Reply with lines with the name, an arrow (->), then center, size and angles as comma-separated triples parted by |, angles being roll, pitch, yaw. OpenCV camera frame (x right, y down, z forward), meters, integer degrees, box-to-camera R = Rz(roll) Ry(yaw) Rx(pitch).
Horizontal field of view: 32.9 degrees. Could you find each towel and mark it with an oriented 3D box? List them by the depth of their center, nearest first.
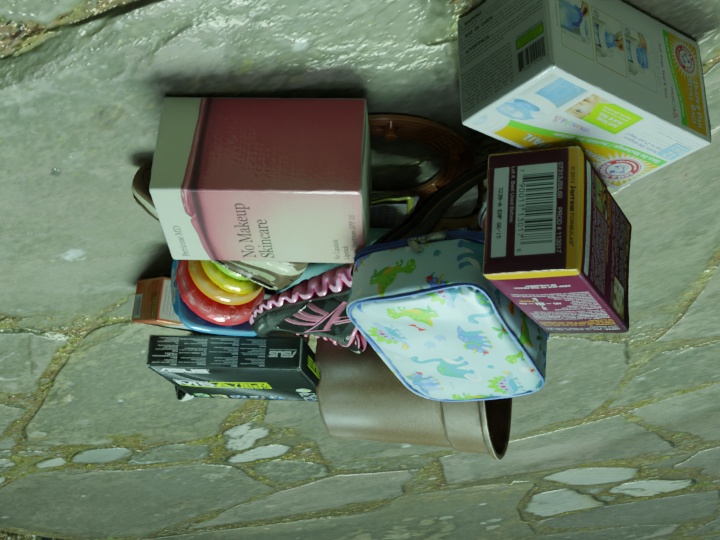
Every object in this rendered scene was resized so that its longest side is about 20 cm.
towel -> -0.018, -0.036, 1.350 | 0.141, 0.023, 0.201 | -1, 154, -8

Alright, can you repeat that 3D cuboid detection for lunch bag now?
lunch bag -> 0.084, 0.047, 1.173 | 0.159, 0.083, 0.200 | -10, 141, 27

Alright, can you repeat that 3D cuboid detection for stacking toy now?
stacking toy -> -0.134, -0.022, 1.367 | 0.108, 0.118, 0.200 | 8, 144, -24

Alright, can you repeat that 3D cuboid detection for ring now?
ring -> 0.021, -0.103, 1.266 | 0.197, 0.020, 0.201 | -1, 157, 0

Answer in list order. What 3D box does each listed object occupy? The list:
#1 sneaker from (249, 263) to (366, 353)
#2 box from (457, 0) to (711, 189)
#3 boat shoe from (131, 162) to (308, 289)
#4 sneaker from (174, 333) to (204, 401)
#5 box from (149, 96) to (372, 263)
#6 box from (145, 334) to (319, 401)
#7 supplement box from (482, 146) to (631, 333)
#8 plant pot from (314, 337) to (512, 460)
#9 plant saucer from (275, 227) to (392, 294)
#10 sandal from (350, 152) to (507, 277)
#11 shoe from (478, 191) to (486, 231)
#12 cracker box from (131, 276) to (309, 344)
sneaker -> -0.034, 0.050, 1.311 | 0.198, 0.097, 0.079 | -20, -175, 34
box -> 0.190, -0.159, 1.034 | 0.198, 0.103, 0.112 | 17, 151, -34
boat shoe -> -0.152, -0.037, 1.275 | 0.200, 0.075, 0.075 | 29, 139, -2
sneaker -> -0.201, 0.128, 1.741 | 0.088, 0.080, 0.200 | -6, 163, -29
box -> -0.089, -0.085, 1.164 | 0.196, 0.111, 0.129 | 1, 149, 5
box -> -0.149, 0.126, 1.550 | 0.196, 0.048, 0.193 | 1, 165, 9
supplement box -> 0.181, -0.021, 1.098 | 0.084, 0.112, 0.200 | -3, 161, 24
plant pot -> 0.061, 0.111, 1.378 | 0.195, 0.204, 0.201 | -2, 157, 15
plant saucer -> 0.000, 0.000, 1.371 | 0.196, 0.028, 0.201 | -4, 154, -2
sandal -> 0.078, -0.045, 1.222 | 0.199, 0.055, 0.082 | -41, -175, -9
shoe -> 0.189, -0.056, 1.283 | 0.070, 0.092, 0.200 | 12, 154, -26
cracker box -> -0.173, 0.053, 1.522 | 0.197, 0.059, 0.134 | 10, 173, -23
